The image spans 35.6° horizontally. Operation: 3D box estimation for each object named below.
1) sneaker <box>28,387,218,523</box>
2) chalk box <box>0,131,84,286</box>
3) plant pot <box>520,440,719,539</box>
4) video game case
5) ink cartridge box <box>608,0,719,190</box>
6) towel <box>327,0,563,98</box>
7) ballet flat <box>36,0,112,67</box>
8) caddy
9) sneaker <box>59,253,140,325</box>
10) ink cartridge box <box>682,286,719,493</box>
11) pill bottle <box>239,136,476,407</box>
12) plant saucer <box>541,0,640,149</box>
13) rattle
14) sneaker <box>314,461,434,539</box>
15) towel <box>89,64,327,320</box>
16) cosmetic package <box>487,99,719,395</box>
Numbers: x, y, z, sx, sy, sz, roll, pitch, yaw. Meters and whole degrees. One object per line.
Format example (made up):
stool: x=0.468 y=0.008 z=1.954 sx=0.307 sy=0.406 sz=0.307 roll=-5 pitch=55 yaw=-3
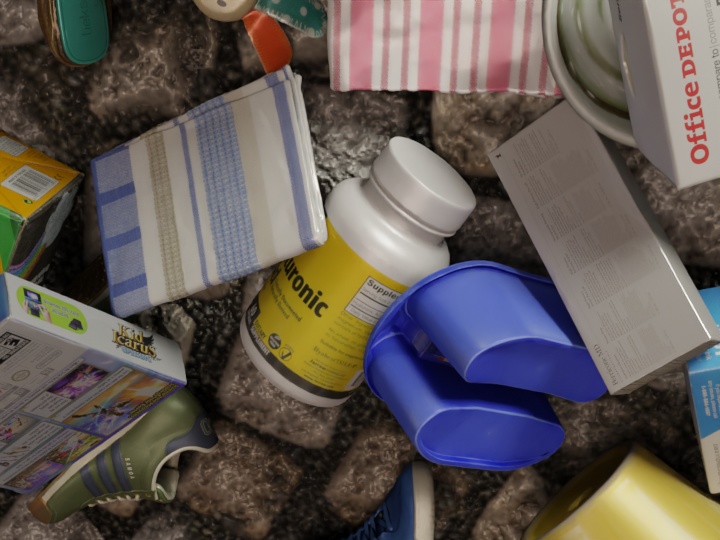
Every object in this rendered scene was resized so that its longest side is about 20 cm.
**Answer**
sneaker: x=-0.206 y=0.180 z=0.994 sx=0.090 sy=0.067 sz=0.200 roll=45 pitch=110 yaw=-4
chalk box: x=-0.332 y=-0.005 z=0.918 sx=0.123 sy=0.125 sz=0.202 roll=27 pitch=113 yaw=-2
plant pot: x=0.236 y=0.249 z=0.898 sx=0.189 sy=0.200 sz=0.201 roll=48 pitch=113 yaw=6
video game case: x=-0.269 y=0.097 z=0.880 sx=0.199 sy=0.046 sz=0.181 roll=-34 pitch=143 yaw=21
ink cartridge box: x=0.272 y=-0.154 z=0.719 sx=0.197 sy=0.084 sz=0.148 roll=-17 pitch=114 yaw=4
towel: x=0.071 y=-0.200 z=0.817 sx=0.197 sy=0.030 sz=0.148 roll=3 pitch=112 yaw=8
ballet flat: x=-0.219 y=-0.254 z=0.828 sx=0.072 sy=0.067 sz=0.203 roll=33 pitch=130 yaw=45
caddy: x=0.095 y=0.068 z=0.853 sx=0.198 sy=0.105 sz=0.142 roll=15 pitch=121 yaw=-40
sneaker: x=-0.222 y=0.056 z=0.963 sx=0.200 sy=0.067 sz=0.090 roll=-42 pitch=118 yaw=15
ink cartridge box: x=0.346 y=0.077 z=0.835 sx=0.197 sy=0.085 sz=0.146 roll=-13 pitch=129 yaw=13
pill bottle: x=0.000 y=0.000 z=0.869 sx=0.111 sy=0.112 sz=0.201 roll=35 pitch=113 yaw=-6
plant saucer: x=0.219 y=-0.186 z=0.776 sx=0.197 sy=0.050 sz=0.203 roll=-1 pitch=114 yaw=-3
rattle: x=-0.101 y=-0.228 z=0.782 sx=0.129 sy=0.143 sz=0.202 roll=-20 pitch=102 yaw=-2
sneaker: x=0.000 y=0.252 z=0.991 sx=0.109 sy=0.077 sz=0.202 roll=8 pitch=120 yaw=-4
towel: x=-0.120 y=-0.057 z=0.866 sx=0.198 sy=0.024 sz=0.149 roll=-20 pitch=71 yaw=22
cosmetic package: x=0.175 y=-0.019 z=0.809 sx=0.082 sy=0.050 sz=0.202 roll=-32 pitch=71 yaw=23
